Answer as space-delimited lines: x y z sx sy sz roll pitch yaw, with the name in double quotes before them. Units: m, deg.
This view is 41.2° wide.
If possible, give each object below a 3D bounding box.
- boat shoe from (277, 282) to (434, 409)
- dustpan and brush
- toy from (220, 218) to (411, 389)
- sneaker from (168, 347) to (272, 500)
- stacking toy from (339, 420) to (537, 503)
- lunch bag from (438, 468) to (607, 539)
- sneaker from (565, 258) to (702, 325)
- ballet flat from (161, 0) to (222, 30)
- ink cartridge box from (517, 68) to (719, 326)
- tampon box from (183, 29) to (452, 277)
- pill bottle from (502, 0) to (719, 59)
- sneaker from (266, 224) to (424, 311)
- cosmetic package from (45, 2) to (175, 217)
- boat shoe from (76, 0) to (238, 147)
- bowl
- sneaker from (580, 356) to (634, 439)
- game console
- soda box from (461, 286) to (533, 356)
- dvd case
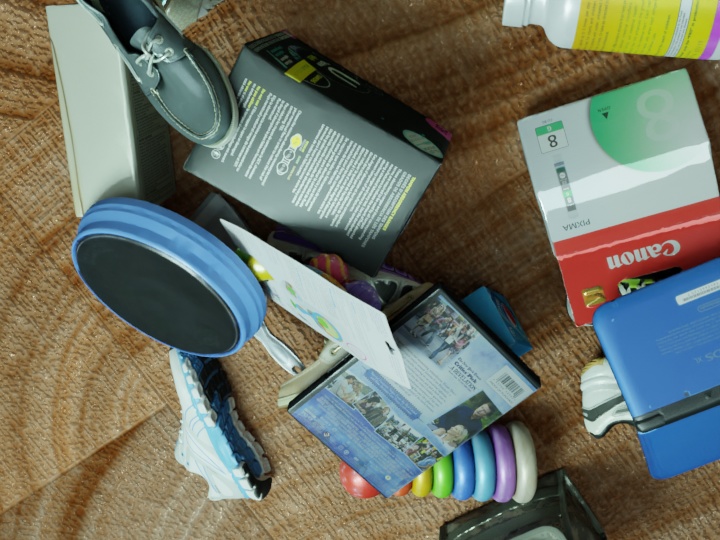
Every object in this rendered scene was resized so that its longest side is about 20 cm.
"boat shoe" -0.002 0.078 0.943 0.199 0.072 0.065 -29 74 21
"dustpan and brush" -0.126 0.035 1.005 0.200 0.057 0.140 42 109 -6
"toy" -0.031 0.016 0.854 0.200 0.047 0.115 26 154 32
"sneaker" -0.177 0.174 1.054 0.086 0.075 0.201 -17 104 19
"stacking toy" 0.077 0.206 0.994 0.199 0.085 0.086 -4 108 -5
"lunch bag" 0.164 0.319 0.980 0.164 0.200 0.118 -31 102 17
"sneaker" 0.293 0.008 0.921 0.199 0.083 0.072 -20 103 14
"ballet flat" -0.132 -0.294 0.899 0.062 0.068 0.200 27 110 -11
"ink cartridge box" 0.246 -0.066 0.882 0.160 0.050 0.201 -16 77 13
"tampon box" -0.032 -0.114 0.895 0.199 0.150 0.127 30 111 -2
"pill bottle" 0.227 -0.244 0.838 0.199 0.104 0.105 6 109 6
"sneaker" 0.000 0.000 0.971 0.199 0.084 0.081 25 130 -15
"cosmetic package" -0.240 -0.161 0.937 0.073 0.104 0.201 -1 107 10
"boat shoe" -0.179 -0.186 0.811 0.073 0.062 0.200 -38 82 22
"bowl" -0.188 0.013 0.921 0.200 0.039 0.201 20 147 14
"sneaker" 0.320 0.140 0.951 0.199 0.076 0.088 3 75 16
"game console" 0.333 0.083 0.881 0.199 0.118 0.171 -23 78 7
"soda box" 0.071 0.101 0.982 0.200 0.064 0.068 -35 66 18
"dvd case" 0.048 0.117 0.900 0.200 0.018 0.143 -40 108 21
